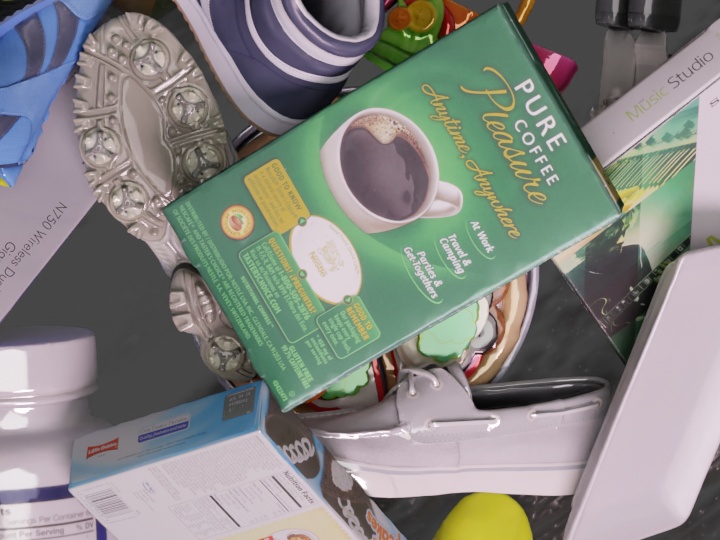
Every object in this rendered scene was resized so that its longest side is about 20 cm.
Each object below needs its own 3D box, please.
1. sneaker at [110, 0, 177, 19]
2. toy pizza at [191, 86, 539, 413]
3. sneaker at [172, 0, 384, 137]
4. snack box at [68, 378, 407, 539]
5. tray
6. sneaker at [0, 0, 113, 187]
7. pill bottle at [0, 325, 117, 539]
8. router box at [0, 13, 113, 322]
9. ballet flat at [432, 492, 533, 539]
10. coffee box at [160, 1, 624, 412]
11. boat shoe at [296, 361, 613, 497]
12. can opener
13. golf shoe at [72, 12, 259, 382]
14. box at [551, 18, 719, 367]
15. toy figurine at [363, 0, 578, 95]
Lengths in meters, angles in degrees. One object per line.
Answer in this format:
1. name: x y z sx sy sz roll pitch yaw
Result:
1. sneaker: -0.047 -0.207 1.444 0.090 0.067 0.201 31 91 0
2. toy pizza: 0.000 0.000 1.487 0.199 0.032 0.201 0 96 -3
3. sneaker: -0.063 -0.171 1.347 0.070 0.108 0.200 -34 88 -35
4. snack box: -0.051 0.141 1.425 0.116 0.037 0.200 -18 135 23
5. tray: 0.167 0.063 1.447 0.107 0.022 0.201 -11 130 -42
6. sneaker: -0.183 -0.094 1.375 0.066 0.200 0.079 0 124 38
7. pill bottle: -0.181 0.134 1.448 0.119 0.120 0.201 -2 95 -2
8. router box: -0.216 -0.080 1.410 0.179 0.049 0.200 38 58 -6
9. ballet flat: 0.050 0.221 1.494 0.067 0.067 0.201 20 94 -4
10. coffee box: 0.017 -0.031 1.335 0.199 0.044 0.123 -32 91 11
11. boat shoe: 0.046 0.082 1.461 0.199 0.072 0.069 3 104 -13
12. can opener: 0.159 -0.146 1.477 0.066 0.053 0.201 -4 99 -37
13. golf shoe: -0.090 -0.042 1.418 0.078 0.097 0.201 -21 101 7
14. box: 0.173 -0.026 1.428 0.144 0.036 0.200 -38 138 2
15. toy figurine: 0.072 -0.179 1.423 0.199 0.150 0.185 29 91 10
